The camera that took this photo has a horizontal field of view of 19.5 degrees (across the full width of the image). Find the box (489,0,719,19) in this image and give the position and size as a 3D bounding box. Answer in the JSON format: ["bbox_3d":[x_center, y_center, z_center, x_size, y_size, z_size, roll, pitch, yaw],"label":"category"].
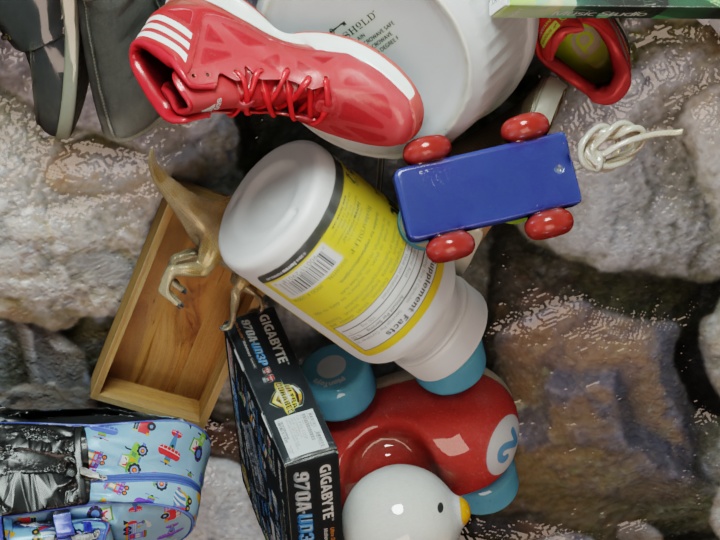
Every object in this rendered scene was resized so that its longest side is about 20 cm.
[{"bbox_3d":[0.178,-0.244,1.420,0.199,0.036,0.145,-3,81,-17],"label":"box"}]

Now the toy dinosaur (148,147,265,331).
[{"bbox_3d":[-0.112,-0.021,1.582,0.200,0.058,0.101,34,100,-30],"label":"toy dinosaur"}]

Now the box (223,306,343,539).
[{"bbox_3d":[-0.059,0.155,1.650,0.046,0.159,0.201,-15,135,-12],"label":"box"}]

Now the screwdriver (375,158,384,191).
[{"bbox_3d":[0.008,-0.028,1.634,0.029,0.028,0.201,14,126,22],"label":"screwdriver"}]

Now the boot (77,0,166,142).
[{"bbox_3d":[-0.148,-0.213,1.459,0.072,0.182,0.200,23,154,31],"label":"boot"}]

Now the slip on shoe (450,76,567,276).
[{"bbox_3d":[0.090,-0.076,1.571,0.060,0.076,0.200,30,138,-1],"label":"slip on shoe"}]

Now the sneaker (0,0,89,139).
[{"bbox_3d":[-0.247,-0.191,1.486,0.105,0.075,0.201,3,118,2],"label":"sneaker"}]

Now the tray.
[{"bbox_3d":[-0.137,0.028,1.656,0.098,0.037,0.201,16,122,-15],"label":"tray"}]

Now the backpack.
[{"bbox_3d":[-0.217,0.189,1.681,0.199,0.135,0.183,-2,154,-12],"label":"backpack"}]

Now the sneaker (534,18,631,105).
[{"bbox_3d":[0.132,-0.195,1.494,0.077,0.085,0.200,-40,118,19],"label":"sneaker"}]

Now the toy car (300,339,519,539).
[{"bbox_3d":[0.048,0.178,1.657,0.176,0.201,0.185,-13,133,5],"label":"toy car"}]

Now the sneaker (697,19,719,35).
[{"bbox_3d":[0.282,-0.186,1.493,0.199,0.115,0.075,31,117,-22],"label":"sneaker"}]

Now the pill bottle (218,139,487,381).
[{"bbox_3d":[0.000,0.000,1.548,0.111,0.112,0.200,-39,125,20],"label":"pill bottle"}]

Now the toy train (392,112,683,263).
[{"bbox_3d":[0.120,-0.059,1.460,0.199,0.116,0.085,-13,84,-6],"label":"toy train"}]

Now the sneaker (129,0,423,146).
[{"bbox_3d":[-0.065,-0.114,1.396,0.199,0.116,0.079,22,131,12],"label":"sneaker"}]

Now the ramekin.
[{"bbox_3d":[0.018,-0.170,1.456,0.201,0.094,0.203,12,128,16],"label":"ramekin"}]
